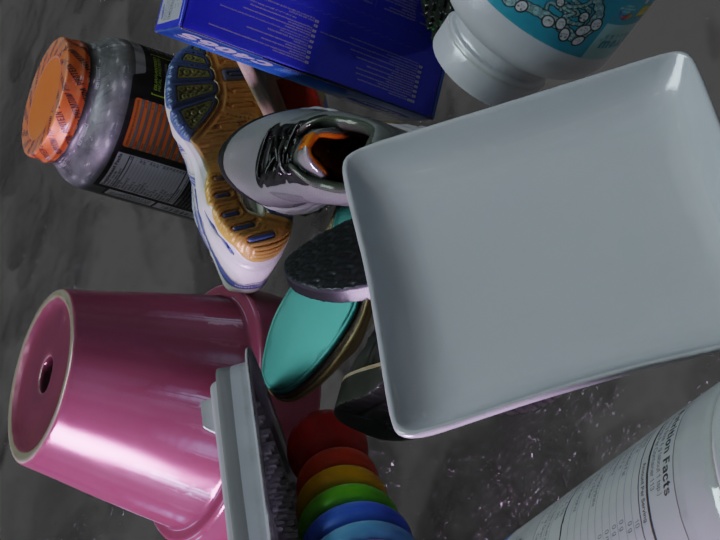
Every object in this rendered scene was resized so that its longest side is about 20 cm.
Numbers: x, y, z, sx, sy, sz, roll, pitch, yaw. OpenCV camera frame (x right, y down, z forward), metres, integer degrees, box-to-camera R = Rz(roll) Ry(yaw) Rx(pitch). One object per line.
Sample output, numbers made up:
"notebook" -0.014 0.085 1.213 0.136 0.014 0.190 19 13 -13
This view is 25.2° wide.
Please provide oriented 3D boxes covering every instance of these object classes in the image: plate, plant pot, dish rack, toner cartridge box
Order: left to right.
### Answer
"plant pot" -0.152 0.097 1.182 0.200 0.179 0.201 -36 46 50
"dish rack" -0.061 0.168 1.014 0.172 0.043 0.200 74 -176 -47
"toner cartridge box" -0.031 -0.173 1.072 0.043 0.200 0.095 8 82 59
"plate" 0.100 -0.012 0.820 0.199 0.032 0.200 -17 48 6

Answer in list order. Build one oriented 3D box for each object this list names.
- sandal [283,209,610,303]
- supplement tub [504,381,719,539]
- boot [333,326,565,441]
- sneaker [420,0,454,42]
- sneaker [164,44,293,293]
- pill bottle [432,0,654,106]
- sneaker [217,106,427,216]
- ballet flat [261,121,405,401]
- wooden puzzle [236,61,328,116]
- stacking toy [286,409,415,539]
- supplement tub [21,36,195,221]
"sandal" 0.054 -0.005 0.895 0.200 0.048 0.075 -10 30 15
"supplement tub" 0.143 0.130 0.662 0.200 0.132 0.132 -45 39 42
"boot" 0.063 0.013 0.949 0.200 0.077 0.139 -19 47 49
"sneaker" 0.091 -0.203 1.009 0.200 0.085 0.078 121 141 -57
"sneaker" -0.106 -0.075 1.191 0.088 0.075 0.200 111 151 -54
"pill bottle" 0.120 -0.183 0.894 0.200 0.111 0.111 -54 34 35
"sneaker" -0.028 -0.074 1.022 0.200 0.079 0.074 8 83 48
"ballet flat" 0.000 0.000 1.075 0.069 0.063 0.200 31 100 38
"wooden puzzle" -0.064 -0.176 1.187 0.046 0.200 0.186 -21 47 11
"stacking toy" -0.007 0.154 0.996 0.086 0.085 0.200 -60 25 25
"supplement tub" -0.158 -0.109 1.277 0.123 0.200 0.123 -39 43 48
